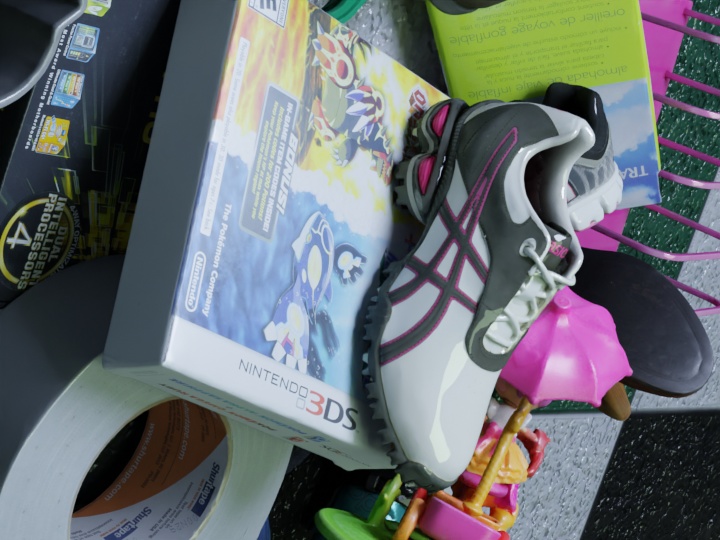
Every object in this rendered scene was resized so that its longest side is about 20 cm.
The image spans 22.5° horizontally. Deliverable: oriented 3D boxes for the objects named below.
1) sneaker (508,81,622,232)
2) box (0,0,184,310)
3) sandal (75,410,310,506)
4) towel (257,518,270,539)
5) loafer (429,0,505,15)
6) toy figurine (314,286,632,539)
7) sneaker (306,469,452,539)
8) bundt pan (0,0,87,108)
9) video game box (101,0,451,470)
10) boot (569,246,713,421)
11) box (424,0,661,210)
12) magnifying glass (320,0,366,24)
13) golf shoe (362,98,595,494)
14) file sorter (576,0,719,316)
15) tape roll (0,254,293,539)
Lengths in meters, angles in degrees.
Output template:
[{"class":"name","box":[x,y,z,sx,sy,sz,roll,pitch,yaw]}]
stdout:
[{"class":"sneaker","box":[0.079,-0.049,1.026,0.200,0.074,0.088,-31,126,-39]},{"class":"box","box":[-0.120,-0.077,0.888,0.161,0.049,0.200,7,107,-56]},{"class":"sandal","box":[-0.109,0.085,1.013,0.200,0.048,0.076,-2,114,-37]},{"class":"towel","box":[-0.126,0.228,1.091,0.200,0.024,0.145,-30,131,-38]},{"class":"loafer","box":[0.042,-0.208,0.916,0.200,0.070,0.075,49,55,-48]},{"class":"toy figurine","box":[0.084,0.095,1.037,0.184,0.150,0.200,-62,174,1]},{"class":"sneaker","box":[0.013,0.132,1.161,0.121,0.083,0.200,-53,145,-30]},{"class":"bundt pan","box":[-0.198,-0.149,0.721,0.202,0.076,0.202,-29,133,-37]},{"class":"video game box","box":[-0.029,-0.021,0.880,0.182,0.047,0.201,29,66,-49]},{"class":"boot","box":[0.149,0.057,1.165,0.069,0.188,0.200,-55,153,-18]},{"class":"box","box":[0.113,-0.117,1.096,0.200,0.122,0.048,72,14,-45]},{"class":"magnifying glass","box":[0.009,-0.175,0.954,0.200,0.022,0.080,-23,115,-51]},{"class":"golf shoe","box":[0.058,0.009,0.883,0.077,0.088,0.201,25,70,-51]},{"class":"file sorter","box":[0.202,-0.077,1.226,0.139,0.125,0.201,-4,114,-51]},{"class":"tape roll","box":[-0.124,0.096,0.903,0.200,0.066,0.201,-30,135,-35]}]
